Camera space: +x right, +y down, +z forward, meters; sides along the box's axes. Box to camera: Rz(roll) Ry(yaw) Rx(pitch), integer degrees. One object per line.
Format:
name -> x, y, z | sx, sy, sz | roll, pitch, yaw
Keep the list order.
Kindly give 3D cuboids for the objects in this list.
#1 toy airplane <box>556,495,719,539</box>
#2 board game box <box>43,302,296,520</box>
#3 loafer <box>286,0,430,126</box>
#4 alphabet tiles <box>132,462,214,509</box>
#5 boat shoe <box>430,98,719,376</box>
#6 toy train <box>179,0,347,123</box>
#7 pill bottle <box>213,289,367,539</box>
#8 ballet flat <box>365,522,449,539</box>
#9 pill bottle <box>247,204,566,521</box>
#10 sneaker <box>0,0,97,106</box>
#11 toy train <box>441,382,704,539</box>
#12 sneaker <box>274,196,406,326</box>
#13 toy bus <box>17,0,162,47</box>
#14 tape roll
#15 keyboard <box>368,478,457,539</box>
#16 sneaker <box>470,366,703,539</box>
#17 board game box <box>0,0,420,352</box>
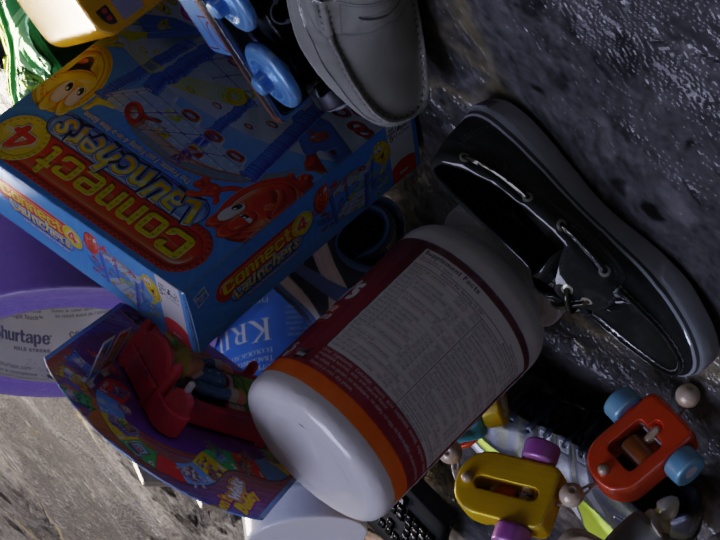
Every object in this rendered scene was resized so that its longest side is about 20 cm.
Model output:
toy airplane -> 0.220, 0.221, 1.442 | 0.198, 0.141, 0.200 | -4, 129, 7
board game box -> -0.095, 0.069, 1.436 | 0.158, 0.039, 0.200 | 37, -160, 4
loafer -> -0.006, -0.161, 1.322 | 0.070, 0.070, 0.200 | 30, 153, 53
alphabet tiles -> -0.090, 0.122, 1.724 | 0.200, 0.166, 0.006 | -126, 42, -61
boat shoe -> 0.119, -0.008, 1.365 | 0.200, 0.057, 0.069 | 47, 154, 1
toy train -> -0.070, -0.178, 1.397 | 0.200, 0.087, 0.114 | 56, 165, -26
pill bottle -> -0.045, 0.087, 1.618 | 0.112, 0.112, 0.201 | 100, 165, -63
ballet flat -> -0.008, 0.183, 1.899 | 0.200, 0.068, 0.067 | 32, 161, 35
pill bottle -> 0.037, 0.043, 1.410 | 0.109, 0.200, 0.110 | 38, 156, 20
sneaker -> -0.209, -0.145, 1.701 | 0.083, 0.074, 0.200 | 35, 155, 35
toy train -> 0.111, 0.094, 1.468 | 0.200, 0.150, 0.056 | 42, 172, 32
sneaker -> 0.000, 0.000, 1.551 | 0.082, 0.074, 0.200 | -16, 147, 24
toy bus -> -0.169, -0.187, 1.522 | 0.065, 0.078, 0.200 | 53, 167, -13
tape roll -> -0.195, 0.012, 1.588 | 0.200, 0.199, 0.085 | 110, 158, -65
keyboard -> -0.008, 0.144, 1.815 | 0.200, 0.040, 0.104 | 42, 135, 30
sneaker -> 0.141, 0.107, 1.520 | 0.200, 0.074, 0.081 | 36, 149, 6
board game box -> -0.102, -0.072, 1.469 | 0.200, 0.196, 0.056 | 32, 150, 30
